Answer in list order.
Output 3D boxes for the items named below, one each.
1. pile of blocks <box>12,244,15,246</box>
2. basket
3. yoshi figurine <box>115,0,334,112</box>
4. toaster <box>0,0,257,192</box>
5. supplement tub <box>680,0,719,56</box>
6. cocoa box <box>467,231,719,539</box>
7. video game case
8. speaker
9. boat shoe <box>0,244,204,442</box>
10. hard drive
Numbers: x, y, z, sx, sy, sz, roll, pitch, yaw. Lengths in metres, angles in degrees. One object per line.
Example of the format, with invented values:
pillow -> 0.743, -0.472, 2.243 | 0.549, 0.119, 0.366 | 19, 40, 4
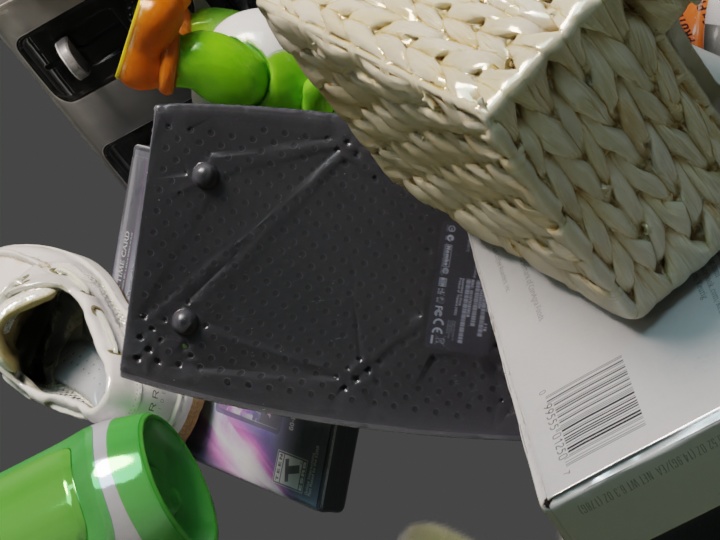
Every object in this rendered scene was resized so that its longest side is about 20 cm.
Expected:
pile of blocks -> -0.248, 0.005, 1.450 | 0.199, 0.082, 0.062 | -10, 41, 34
basket -> 0.069, -0.084, 0.994 | 0.123, 0.136, 0.200 | -45, 34, -7
yoshi figurine -> -0.015, -0.111, 1.291 | 0.112, 0.199, 0.113 | 119, 168, -67
toaster -> -0.122, -0.149, 1.439 | 0.118, 0.181, 0.200 | -30, 34, 11
supplement tub -> 0.239, -0.092, 1.073 | 0.199, 0.123, 0.123 | 14, 56, 35
cocoa box -> 0.139, 0.043, 1.013 | 0.133, 0.131, 0.200 | -28, 34, 11
video game case -> -0.061, 0.023, 1.245 | 0.199, 0.019, 0.144 | 16, 97, 49
speaker -> -0.169, 0.142, 1.208 | 0.199, 0.089, 0.089 | -27, 34, 13
boat shoe -> -0.156, 0.028, 1.285 | 0.200, 0.069, 0.071 | 26, 95, 47
hard drive -> 0.000, 0.000, 1.139 | 0.198, 0.136, 0.042 | 8, 4, -1
